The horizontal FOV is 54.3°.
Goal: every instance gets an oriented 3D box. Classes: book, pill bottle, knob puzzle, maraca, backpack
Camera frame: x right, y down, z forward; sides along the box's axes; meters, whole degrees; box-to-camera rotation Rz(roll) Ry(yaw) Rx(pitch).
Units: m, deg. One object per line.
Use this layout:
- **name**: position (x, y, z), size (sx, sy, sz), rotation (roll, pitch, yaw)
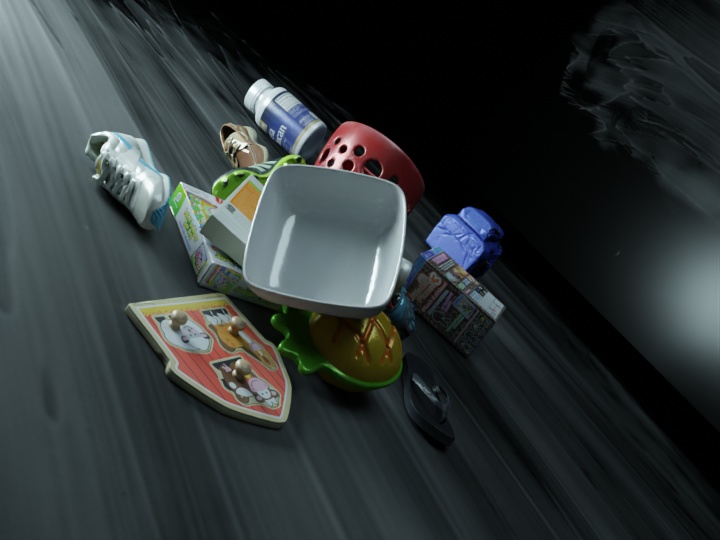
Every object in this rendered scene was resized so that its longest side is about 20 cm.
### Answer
- **book**: position (-0.144, -0.056, 1.018), size (0.133, 0.048, 0.201), rotation (41, 18, -9)
- **pill bottle**: position (-0.186, -0.368, 1.701), size (0.199, 0.112, 0.111), rotation (42, 18, 10)
- **knob puzzle**: position (-0.147, 0.096, 0.806), size (0.217, 0.031, 0.221), rotation (36, 18, -13)
- **maraca**: position (-0.026, 0.096, 0.926), size (0.195, 0.108, 0.139), rotation (12, 37, -33)
- **backpack**: position (0.294, -0.069, 1.849), size (0.164, 0.168, 0.199), rotation (52, 18, 20)

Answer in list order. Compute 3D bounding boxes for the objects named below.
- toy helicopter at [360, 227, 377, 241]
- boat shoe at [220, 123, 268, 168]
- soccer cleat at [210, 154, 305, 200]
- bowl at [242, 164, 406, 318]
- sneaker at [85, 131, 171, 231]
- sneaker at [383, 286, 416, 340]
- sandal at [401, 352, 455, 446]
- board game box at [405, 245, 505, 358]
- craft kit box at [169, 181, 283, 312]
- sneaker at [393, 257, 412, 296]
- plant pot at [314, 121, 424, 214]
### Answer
- **toy helicopter**: position (0.000, 0.000, 1.053), size (0.130, 0.201, 0.080), rotation (29, 59, -4)
- **boat shoe**: position (-0.231, -0.226, 1.353), size (0.070, 0.077, 0.201), rotation (16, 22, -31)
- **soccer cleat**: position (-0.181, -0.154, 1.226), size (0.197, 0.070, 0.080), rotation (-25, 15, -36)
- **bowl**: position (-0.041, -0.030, 0.908), size (0.193, 0.075, 0.205), rotation (9, 59, 3)
- **sneaker**: position (-0.312, -0.119, 0.942), size (0.079, 0.078, 0.200), rotation (9, 28, -41)
- **sneaker**: position (0.055, 0.060, 1.253), size (0.097, 0.078, 0.201), rotation (57, 11, -20)
- **sandal**: position (0.100, 0.182, 1.063), size (0.075, 0.043, 0.202), rotation (30, 20, -24)
- **board game box**: position (0.186, 0.058, 1.436), size (0.199, 0.098, 0.159), rotation (42, 18, 10)
- **craft kit box**: position (-0.171, -0.028, 1.034), size (0.197, 0.049, 0.199), rotation (22, 28, -42)
- **sneaker**: position (-0.002, -0.006, 1.154), size (0.115, 0.075, 0.199), rotation (37, -21, -17)
- **plant pot**: position (-0.008, -0.132, 1.272), size (0.198, 0.185, 0.201), rotation (33, -12, 8)
